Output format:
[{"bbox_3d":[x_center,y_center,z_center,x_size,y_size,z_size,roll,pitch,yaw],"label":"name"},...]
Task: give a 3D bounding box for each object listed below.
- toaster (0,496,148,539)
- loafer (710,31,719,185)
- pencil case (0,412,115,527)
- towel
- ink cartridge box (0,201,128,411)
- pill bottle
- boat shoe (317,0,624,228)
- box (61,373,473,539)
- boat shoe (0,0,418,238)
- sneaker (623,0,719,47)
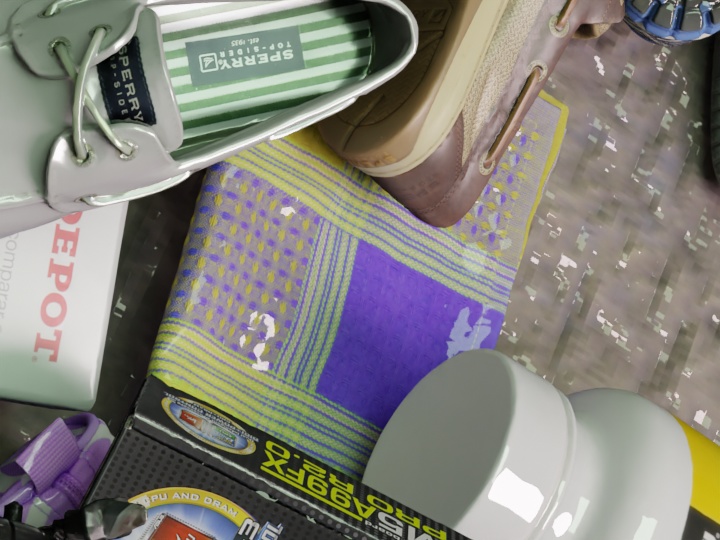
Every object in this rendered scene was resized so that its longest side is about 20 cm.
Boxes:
[{"bbox_3d":[-0.187,0.116,0.755,0.180,0.200,0.119,17,65,-25],"label":"toaster"},{"bbox_3d":[0.184,-0.118,1.096,0.069,0.075,0.201,13,80,-33],"label":"loafer"},{"bbox_3d":[-0.056,0.138,0.887,0.200,0.085,0.084,48,66,-10],"label":"pencil case"},{"bbox_3d":[0.000,0.000,0.966,0.143,0.023,0.201,33,67,-34],"label":"towel"},{"bbox_3d":[-0.173,-0.044,0.852,0.199,0.083,0.147,11,86,-26],"label":"ink cartridge box"},{"bbox_3d":[0.098,0.110,0.952,0.200,0.111,0.112,32,64,-26],"label":"pill bottle"},{"bbox_3d":[0.059,-0.106,0.967,0.072,0.072,0.201,42,66,-37],"label":"boat shoe"},{"bbox_3d":[-0.041,0.156,0.830,0.160,0.044,0.201,28,104,-5],"label":"box"},{"bbox_3d":[-0.076,-0.058,0.817,0.199,0.067,0.074,-22,100,-26],"label":"boat shoe"},{"bbox_3d":[0.079,-0.167,1.046,0.077,0.085,0.201,-26,80,-4],"label":"sneaker"}]
